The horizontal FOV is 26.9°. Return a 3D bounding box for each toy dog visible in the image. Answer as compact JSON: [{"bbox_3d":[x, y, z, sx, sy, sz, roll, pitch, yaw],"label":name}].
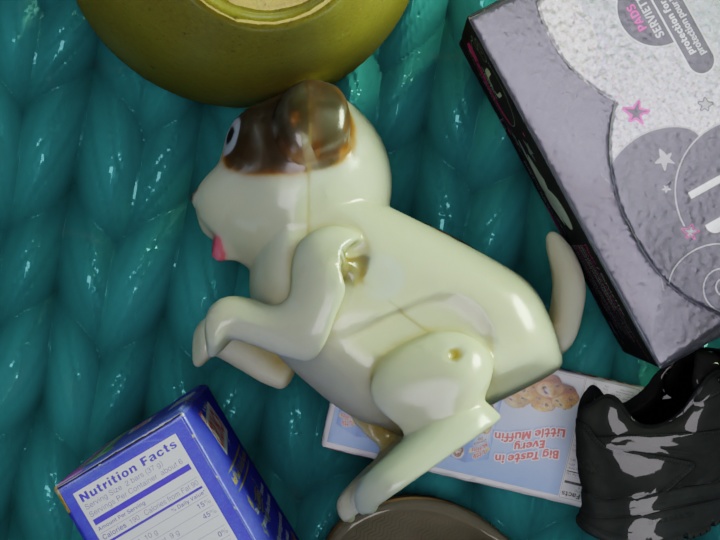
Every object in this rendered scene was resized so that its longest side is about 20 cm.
[{"bbox_3d":[0.000,0.000,0.759,0.194,0.140,0.200,-37,85,-3],"label":"toy dog"}]

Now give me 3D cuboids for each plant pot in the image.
[{"bbox_3d":[-0.053,-0.173,0.748,0.199,0.142,0.201,-2,103,-8],"label":"plant pot"}]

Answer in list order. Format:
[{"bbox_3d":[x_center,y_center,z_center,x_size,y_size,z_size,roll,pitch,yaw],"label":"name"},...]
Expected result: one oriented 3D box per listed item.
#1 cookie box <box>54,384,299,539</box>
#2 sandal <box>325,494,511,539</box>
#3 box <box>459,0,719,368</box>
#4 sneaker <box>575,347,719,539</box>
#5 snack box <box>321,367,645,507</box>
[{"bbox_3d":[-0.064,0.166,0.769,0.075,0.171,0.200,-30,90,-1],"label":"cookie box"},{"bbox_3d":[0.073,0.189,0.823,0.200,0.054,0.080,32,92,0],"label":"sandal"},{"bbox_3d":[0.155,-0.069,0.783,0.132,0.115,0.201,-28,92,2],"label":"box"},{"bbox_3d":[0.203,0.079,0.789,0.199,0.076,0.091,-13,99,-17],"label":"sneaker"},{"bbox_3d":[0.082,0.084,0.834,0.199,0.024,0.072,13,92,1],"label":"snack box"}]
